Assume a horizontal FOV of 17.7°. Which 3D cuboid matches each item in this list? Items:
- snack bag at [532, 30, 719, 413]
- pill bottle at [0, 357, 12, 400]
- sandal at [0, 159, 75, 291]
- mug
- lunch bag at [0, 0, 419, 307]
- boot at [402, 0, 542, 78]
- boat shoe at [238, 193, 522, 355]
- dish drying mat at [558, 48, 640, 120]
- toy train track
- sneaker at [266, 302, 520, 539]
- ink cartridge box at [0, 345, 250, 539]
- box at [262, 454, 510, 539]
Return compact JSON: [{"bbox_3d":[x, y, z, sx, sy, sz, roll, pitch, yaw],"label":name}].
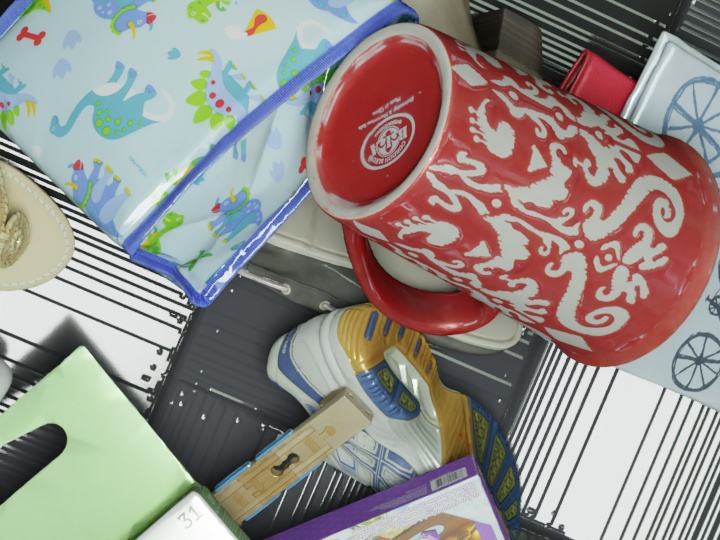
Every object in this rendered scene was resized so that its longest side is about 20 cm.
[{"bbox_3d":[0.212,-0.017,1.368,0.199,0.021,0.190,23,93,-28],"label":"snack bag"},{"bbox_3d":[-0.300,0.030,1.270,0.120,0.120,0.200,-45,100,-3],"label":"pill bottle"},{"bbox_3d":[-0.236,-0.038,1.265,0.211,0.070,0.078,38,95,-32],"label":"sandal"},{"bbox_3d":[0.066,-0.026,1.225,0.199,0.134,0.178,25,109,-39],"label":"mug"},{"bbox_3d":[-0.088,-0.113,1.262,0.170,0.127,0.200,42,92,26],"label":"lunch bag"},{"bbox_3d":[0.025,-0.096,1.328,0.199,0.070,0.147,21,76,-21],"label":"boot"},{"bbox_3d":[0.000,0.000,1.359,0.199,0.057,0.067,26,55,-15],"label":"boat shoe"},{"bbox_3d":[0.186,-0.051,1.370,0.199,0.018,0.077,29,90,-28],"label":"dish drying mat"},{"bbox_3d":[-0.072,0.127,1.336,0.200,0.033,0.115,-38,107,23],"label":"toy train track"},{"bbox_3d":[0.022,0.099,1.365,0.201,0.088,0.075,57,41,-25],"label":"sneaker"},{"bbox_3d":[-0.141,0.164,1.263,0.145,0.048,0.200,-40,94,0],"label":"ink cartridge box"},{"bbox_3d":[-0.001,0.206,1.320,0.199,0.039,0.138,-22,105,3],"label":"box"}]
